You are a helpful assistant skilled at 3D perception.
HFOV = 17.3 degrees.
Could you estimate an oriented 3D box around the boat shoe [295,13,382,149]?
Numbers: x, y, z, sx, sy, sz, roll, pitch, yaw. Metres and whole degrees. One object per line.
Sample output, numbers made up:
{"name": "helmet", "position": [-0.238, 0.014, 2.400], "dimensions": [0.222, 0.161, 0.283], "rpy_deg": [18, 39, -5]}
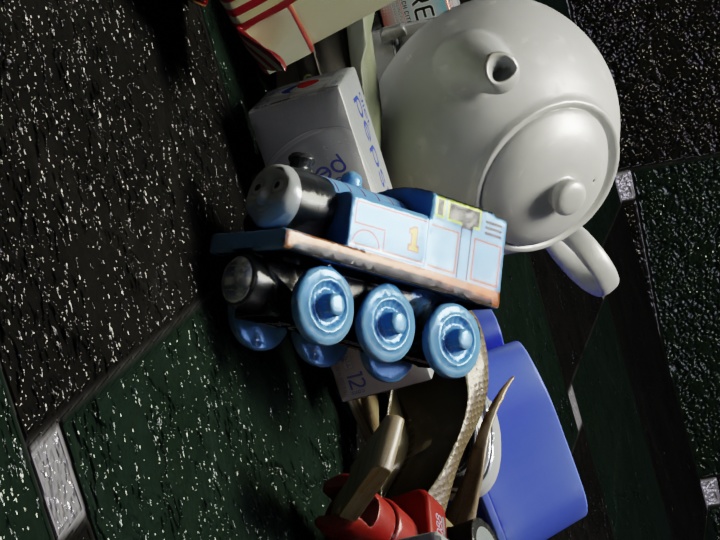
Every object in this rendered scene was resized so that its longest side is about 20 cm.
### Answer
{"name": "boat shoe", "position": [-0.020, -0.121, 1.569], "dimensions": [0.072, 0.060, 0.202], "rpy_deg": [-74, 164, -59]}

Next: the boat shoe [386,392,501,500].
{"name": "boat shoe", "position": [0.044, 0.061, 1.637], "dimensions": [0.068, 0.071, 0.201], "rpy_deg": [46, 30, -71]}

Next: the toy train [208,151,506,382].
{"name": "toy train", "position": [0.000, 0.000, 1.414], "dimensions": [0.199, 0.086, 0.115], "rpy_deg": [16, 75, -41]}

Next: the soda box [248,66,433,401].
{"name": "soda box", "position": [-0.008, -0.023, 1.517], "dimensions": [0.068, 0.063, 0.201], "rpy_deg": [-59, 133, -73]}

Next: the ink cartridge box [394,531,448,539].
{"name": "ink cartridge box", "position": [0.012, 0.233, 1.208], "dimensions": [0.200, 0.145, 0.145], "rpy_deg": [47, 31, -66]}

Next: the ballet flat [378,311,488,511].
{"name": "ballet flat", "position": [0.039, 0.108, 1.558], "dimensions": [0.046, 0.067, 0.201], "rpy_deg": [66, 37, -64]}

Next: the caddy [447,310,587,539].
{"name": "caddy", "position": [0.085, 0.125, 1.748], "dimensions": [0.201, 0.105, 0.141], "rpy_deg": [68, -7, -29]}

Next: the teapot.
{"name": "teapot", "position": [0.110, -0.081, 1.647], "dimensions": [0.146, 0.199, 0.198], "rpy_deg": [47, -54, 43]}

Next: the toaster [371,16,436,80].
{"name": "toaster", "position": [0.050, -0.097, 1.813], "dimensions": [0.200, 0.113, 0.130], "rpy_deg": [68, 12, -48]}

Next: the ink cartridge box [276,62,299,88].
{"name": "ink cartridge box", "position": [-0.040, -0.189, 1.682], "dimensions": [0.201, 0.043, 0.174], "rpy_deg": [-91, 161, -44]}

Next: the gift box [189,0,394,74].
{"name": "gift box", "position": [-0.044, -0.235, 1.381], "dimensions": [0.201, 0.186, 0.185], "rpy_deg": [66, 4, 33]}

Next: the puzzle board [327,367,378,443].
{"name": "puzzle board", "position": [-0.026, -0.001, 1.599], "dimensions": [0.151, 0.017, 0.201], "rpy_deg": [-90, 162, -50]}

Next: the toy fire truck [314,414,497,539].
{"name": "toy fire truck", "position": [0.018, 0.188, 1.385], "dimensions": [0.200, 0.128, 0.177], "rpy_deg": [46, 30, -43]}

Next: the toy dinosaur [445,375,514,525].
{"name": "toy dinosaur", "position": [0.063, 0.178, 1.574], "dimensions": [0.106, 0.060, 0.201], "rpy_deg": [-121, -135, -63]}

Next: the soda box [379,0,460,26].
{"name": "soda box", "position": [0.056, -0.222, 2.085], "dimensions": [0.068, 0.063, 0.201], "rpy_deg": [-50, 125, -74]}
